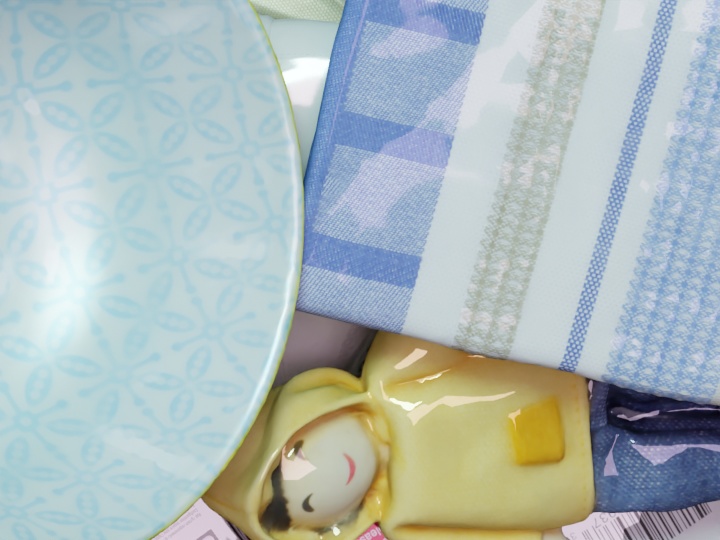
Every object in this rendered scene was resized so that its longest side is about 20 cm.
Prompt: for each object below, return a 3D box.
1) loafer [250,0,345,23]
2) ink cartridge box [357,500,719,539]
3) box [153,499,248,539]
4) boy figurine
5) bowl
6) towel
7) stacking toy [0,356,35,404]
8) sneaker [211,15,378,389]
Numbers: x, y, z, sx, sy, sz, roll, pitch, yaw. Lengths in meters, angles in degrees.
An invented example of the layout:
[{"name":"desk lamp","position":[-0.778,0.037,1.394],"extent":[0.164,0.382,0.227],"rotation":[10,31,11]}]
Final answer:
[{"name":"loafer","position":[-0.074,-0.082,0.973],"extent":[0.200,0.076,0.068],"rotation":[22,67,-3]},{"name":"ink cartridge box","position":[0.078,0.134,1.024],"extent":[0.145,0.083,0.200],"rotation":[-32,99,-7]},{"name":"box","position":[-0.111,0.166,1.013],"extent":[0.200,0.035,0.110],"rotation":[-35,99,-7]},{"name":"boy figurine","position":[0.046,0.048,0.933],"extent":[0.200,0.064,0.125],"rotation":[-4,112,-13]},{"name":"bowl","position":[-0.123,-0.015,0.834],"extent":[0.200,0.108,0.201],"rotation":[-1,91,-46]},{"name":"towel","position":[0.084,-0.037,0.886],"extent":[0.200,0.024,0.147],"rotation":[11,102,-8]},{"name":"stacking toy","position":[-0.174,0.117,0.881],"extent":[0.146,0.146,0.200],"rotation":[45,42,-10]},{"name":"sneaker","position":[0.000,0.000,0.955],"extent":[0.084,0.200,0.073],"rotation":[0,50,3]}]
